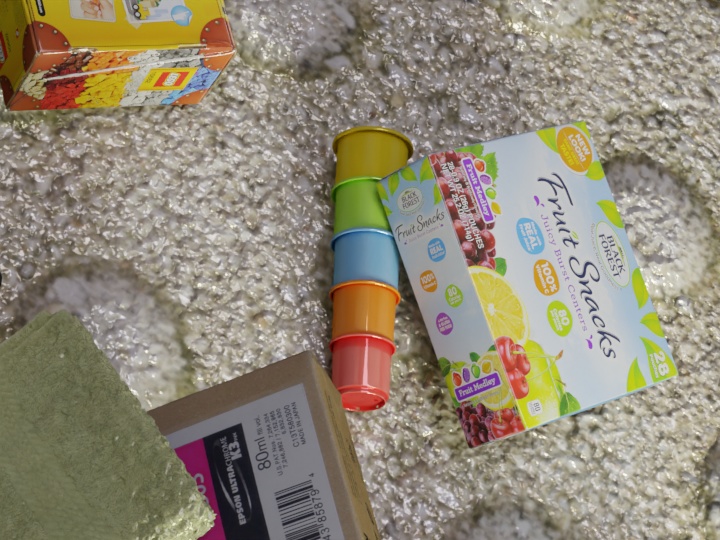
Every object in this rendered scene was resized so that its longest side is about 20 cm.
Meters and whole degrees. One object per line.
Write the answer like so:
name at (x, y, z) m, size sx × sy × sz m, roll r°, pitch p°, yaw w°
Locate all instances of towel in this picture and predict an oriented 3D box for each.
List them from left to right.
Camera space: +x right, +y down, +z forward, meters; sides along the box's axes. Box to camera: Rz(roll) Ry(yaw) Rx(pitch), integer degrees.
towel at (-0.189, 0.124, 1.341) m, size 0.148 × 0.037 × 0.200 m, roll -38°, pitch 57°, yaw -8°

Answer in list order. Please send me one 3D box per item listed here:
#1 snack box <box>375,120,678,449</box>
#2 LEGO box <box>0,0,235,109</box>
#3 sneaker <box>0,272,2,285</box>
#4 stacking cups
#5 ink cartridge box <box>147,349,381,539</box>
snack box at (0.119, 0.007, 1.562) m, size 0.168 × 0.068 × 0.201 m, roll -14°, pitch 83°, yaw -42°
LEGO box at (-0.188, -0.220, 1.541) m, size 0.148 × 0.077 × 0.201 m, roll -4°, pitch 67°, yaw -29°
sneaker at (-0.297, -0.052, 1.431) m, size 0.090 × 0.078 × 0.201 m, roll -15°, pitch 75°, yaw -51°
stacking cups at (0.000, 0.000, 1.551) m, size 0.060 × 0.060 × 0.201 m, roll 15°, pitch 64°, yaw -19°
ink cartridge box at (-0.072, 0.171, 1.342) m, size 0.164 × 0.075 × 0.201 m, roll -21°, pitch 58°, yaw 5°
